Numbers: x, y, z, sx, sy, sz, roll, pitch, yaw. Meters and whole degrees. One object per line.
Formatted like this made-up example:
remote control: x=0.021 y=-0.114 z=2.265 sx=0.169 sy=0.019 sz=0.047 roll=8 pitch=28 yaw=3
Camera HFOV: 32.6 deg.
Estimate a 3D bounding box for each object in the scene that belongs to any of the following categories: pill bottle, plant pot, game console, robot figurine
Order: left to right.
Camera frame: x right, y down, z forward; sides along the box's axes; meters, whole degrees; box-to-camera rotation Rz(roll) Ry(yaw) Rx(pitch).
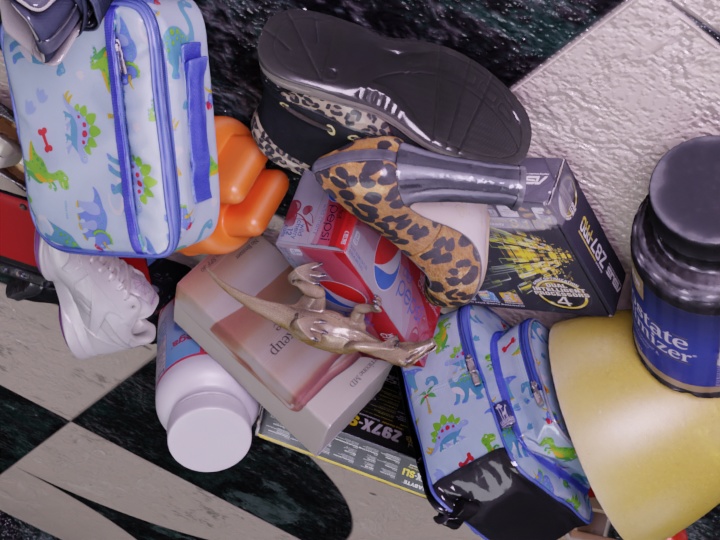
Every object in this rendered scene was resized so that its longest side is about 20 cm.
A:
game console: x=-0.281 y=-0.039 z=1.246 sx=0.198 sy=0.172 sz=0.120 roll=17 pitch=115 yaw=11
robot figurine: x=-0.159 y=-0.072 z=1.046 sx=0.198 sy=0.118 sz=0.143 roll=5 pitch=-179 yaw=31
pill bottle: x=-0.158 y=0.109 z=1.270 sx=0.107 sy=0.201 sz=0.110 roll=-4 pitch=124 yaw=-6
plant pot: x=0.262 y=0.111 z=1.015 sx=0.141 sy=0.202 sz=0.200 roll=-24 pitch=134 yaw=20
pill bottle: x=0.247 y=-0.001 z=0.869 sx=0.110 sy=0.113 sz=0.201 roll=12 pitch=152 yaw=20

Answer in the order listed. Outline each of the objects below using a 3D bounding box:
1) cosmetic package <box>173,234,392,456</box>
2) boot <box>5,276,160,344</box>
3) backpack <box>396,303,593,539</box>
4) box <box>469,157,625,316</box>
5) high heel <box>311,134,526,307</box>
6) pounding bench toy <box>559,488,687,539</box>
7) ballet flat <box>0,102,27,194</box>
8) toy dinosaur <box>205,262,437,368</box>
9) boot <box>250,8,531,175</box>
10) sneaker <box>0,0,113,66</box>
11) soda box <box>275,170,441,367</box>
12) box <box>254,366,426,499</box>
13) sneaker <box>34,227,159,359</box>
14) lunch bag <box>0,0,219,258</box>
cosmetic package: x=-0.076 y=0.065 z=1.180 sx=0.200 sy=0.103 sz=0.087 roll=41 pitch=154 yaw=10
boot: x=-0.299 y=0.034 z=1.422 sx=0.198 sy=0.066 sz=0.164 roll=20 pitch=176 yaw=-25
backpack: x=0.130 y=0.126 z=1.089 sx=0.146 sy=0.202 sz=0.183 roll=-32 pitch=140 yaw=17
box: x=0.099 y=-0.029 z=1.003 sx=0.198 sy=0.050 sz=0.162 roll=5 pitch=148 yaw=34
high heel: x=0.026 y=-0.031 z=0.884 sx=0.140 sy=0.072 sz=0.201 roll=7 pitch=152 yaw=-7
pounding bench toy: x=0.251 y=0.209 z=1.241 sx=0.154 sy=0.125 sz=0.201 roll=7 pitch=150 yaw=27
ballet flat: x=-0.316 y=-0.103 z=1.150 sx=0.199 sy=0.073 sz=0.072 roll=33 pitch=152 yaw=-17
toy dinosaur: x=-0.038 y=0.039 z=0.944 sx=0.198 sy=0.059 sz=0.101 roll=19 pitch=158 yaw=3
boot: x=0.014 y=-0.109 z=0.906 sx=0.201 sy=0.074 sz=0.154 roll=20 pitch=161 yaw=-5
sneaker: x=-0.143 y=-0.189 z=0.788 sx=0.200 sy=0.148 sz=0.077 roll=16 pitch=152 yaw=10
soda box: x=0.005 y=0.004 z=0.994 sx=0.063 sy=0.071 sz=0.200 roll=7 pitch=154 yaw=26
box: x=0.009 y=0.144 z=1.274 sx=0.198 sy=0.160 sz=0.050 roll=19 pitch=122 yaw=5
sneaker: x=-0.241 y=-0.001 z=1.139 sx=0.098 sy=0.075 sz=0.201 roll=-3 pitch=136 yaw=3
lunch bag: x=-0.185 y=-0.112 z=0.930 sx=0.159 sy=0.082 sz=0.203 roll=9 pitch=111 yaw=29
